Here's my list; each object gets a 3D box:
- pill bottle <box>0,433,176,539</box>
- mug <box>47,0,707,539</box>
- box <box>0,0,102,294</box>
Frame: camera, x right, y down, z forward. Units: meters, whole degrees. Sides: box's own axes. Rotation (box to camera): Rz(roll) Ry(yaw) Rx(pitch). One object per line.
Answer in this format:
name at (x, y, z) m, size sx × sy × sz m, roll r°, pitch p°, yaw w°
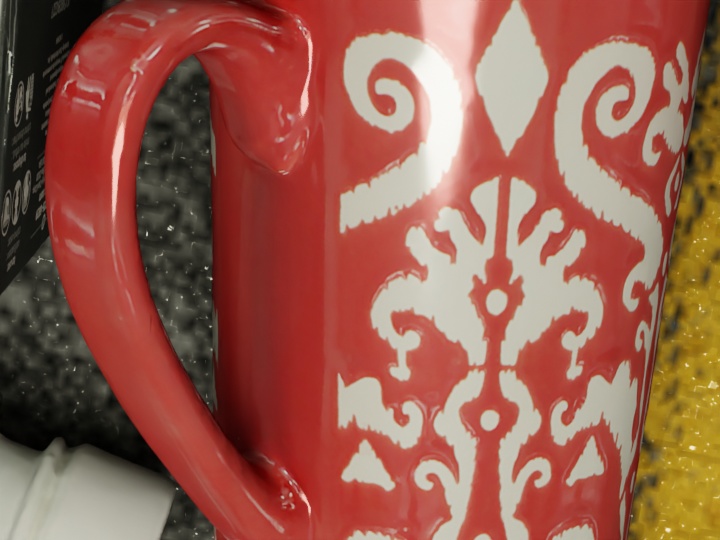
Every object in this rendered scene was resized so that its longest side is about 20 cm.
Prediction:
pill bottle at (-0.158, 0.064, 0.759) m, size 0.199 × 0.114 × 0.115 m, roll 21°, pitch 103°, yaw -3°
mug at (0.000, -0.003, 0.718) m, size 0.176 × 0.133 × 0.201 m, roll -1°, pitch 107°, yaw -15°
box at (-0.174, -0.074, 0.714) m, size 0.198 × 0.149 × 0.125 m, roll 7°, pitch 103°, yaw 2°
